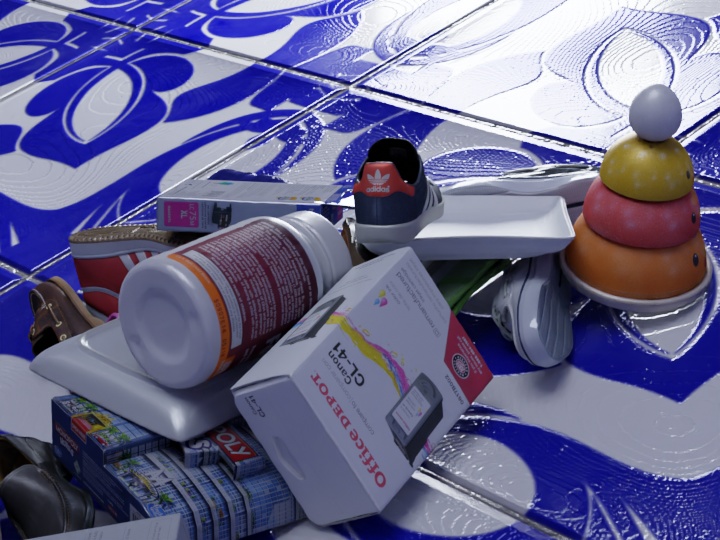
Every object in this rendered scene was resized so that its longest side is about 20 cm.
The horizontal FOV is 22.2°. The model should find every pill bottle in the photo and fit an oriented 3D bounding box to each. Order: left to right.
[{"bbox_3d":[-0.104,0.019,1.601,0.113,0.116,0.199,10,23,38],"label":"pill bottle"}]

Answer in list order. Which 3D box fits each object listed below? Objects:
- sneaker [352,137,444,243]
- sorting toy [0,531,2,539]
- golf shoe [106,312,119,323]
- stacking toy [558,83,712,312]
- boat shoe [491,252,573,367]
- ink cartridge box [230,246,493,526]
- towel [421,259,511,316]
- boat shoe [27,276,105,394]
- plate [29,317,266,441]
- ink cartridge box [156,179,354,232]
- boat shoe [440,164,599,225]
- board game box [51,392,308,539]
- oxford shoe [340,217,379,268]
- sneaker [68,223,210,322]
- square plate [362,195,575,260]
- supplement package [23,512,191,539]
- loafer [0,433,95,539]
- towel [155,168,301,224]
[{"bbox_3d":[0.037,-0.085,1.703,0.074,0.086,0.200,-1,13,8],"label":"sneaker"},{"bbox_3d":[-0.409,0.222,1.564,0.198,0.070,0.200,-39,29,5],"label":"sorting toy"},{"bbox_3d":[-0.190,0.059,1.782,0.200,0.092,0.075,-41,1,-41],"label":"golf shoe"},{"bbox_3d":[0.261,-0.076,1.682,0.144,0.202,0.147,2,33,-1],"label":"stacking toy"},{"bbox_3d":[0.156,0.041,1.698,0.066,0.074,0.200,-22,15,19],"label":"boat shoe"},{"bbox_3d":[0.005,0.097,1.560,0.085,0.148,0.200,-20,19,44],"label":"ink cartridge box"},{"bbox_3d":[0.035,0.026,1.774,0.199,0.031,0.149,-1,33,46],"label":"towel"},{"bbox_3d":[-0.301,0.066,1.857,0.070,0.071,0.200,-25,30,-20],"label":"boat shoe"},{"bbox_3d":[-0.163,0.076,1.647,0.199,0.033,0.199,21,29,34],"label":"plate"},{"bbox_3d":[-0.092,-0.062,1.816,0.197,0.043,0.119,0,11,9],"label":"ink cartridge box"},{"bbox_3d":[0.163,-0.067,1.884,0.197,0.073,0.071,-5,18,2],"label":"boat shoe"},{"bbox_3d":[-0.136,0.155,1.590,0.198,0.062,0.200,-14,31,-32],"label":"board game box"},{"bbox_3d":[0.000,0.000,1.753,0.071,0.072,0.200,29,15,-4],"label":"oxford shoe"},{"bbox_3d":[-0.199,0.014,1.854,0.198,0.114,0.071,0,17,26],"label":"sneaker"},{"bbox_3d":[0.101,-0.040,1.752,0.197,0.029,0.198,-1,14,3],"label":"square plate"},{"bbox_3d":[-0.221,0.279,1.396,0.198,0.118,0.117,-10,30,8],"label":"supplement package"},{"bbox_3d":[-0.282,0.202,1.587,0.073,0.072,0.200,-60,27,4],"label":"loafer"},{"bbox_3d":[-0.144,-0.046,1.967,0.147,0.050,0.199,-41,25,-19],"label":"towel"}]
